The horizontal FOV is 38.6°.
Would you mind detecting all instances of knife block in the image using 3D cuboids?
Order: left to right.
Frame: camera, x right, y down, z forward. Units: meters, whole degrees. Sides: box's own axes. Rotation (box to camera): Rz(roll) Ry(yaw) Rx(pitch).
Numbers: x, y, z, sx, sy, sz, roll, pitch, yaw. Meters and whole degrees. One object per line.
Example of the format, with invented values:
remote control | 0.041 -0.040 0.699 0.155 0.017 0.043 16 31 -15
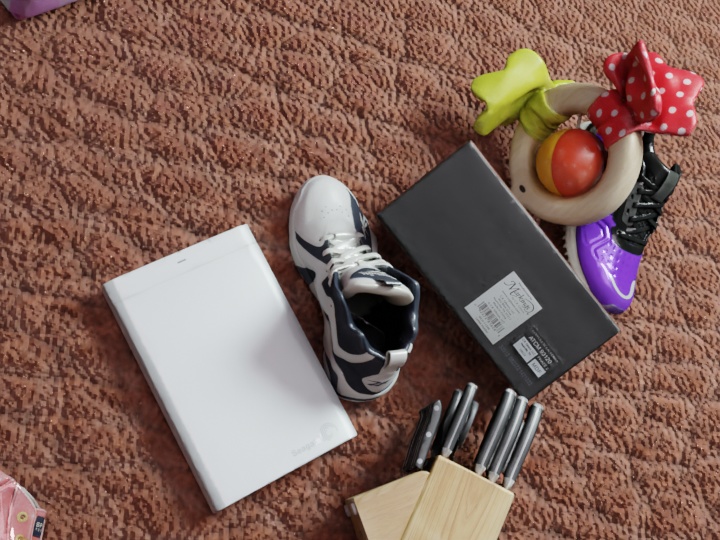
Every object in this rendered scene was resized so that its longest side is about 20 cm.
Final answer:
knife block | 0.085 0.198 0.822 0.175 0.064 0.200 -18 79 -11

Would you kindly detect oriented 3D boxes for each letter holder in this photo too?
letter holder | 0.119 -0.002 0.909 0.101 0.142 0.200 -38 89 6

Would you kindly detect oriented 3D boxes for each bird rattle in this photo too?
bird rattle | 0.204 -0.121 0.934 0.113 0.200 0.163 -4 103 -58

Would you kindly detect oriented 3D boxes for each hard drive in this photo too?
hard drive | -0.106 0.075 0.836 0.132 0.026 0.200 -25 82 -24

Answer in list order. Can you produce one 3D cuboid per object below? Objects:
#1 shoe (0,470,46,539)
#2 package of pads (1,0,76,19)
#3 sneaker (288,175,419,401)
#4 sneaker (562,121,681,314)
shoe | -0.246 0.211 0.717 0.091 0.071 0.200 -41 84 -20
package of pads | -0.216 -0.297 0.866 0.200 0.121 0.076 -28 78 -25
sneaker | 0.000 0.000 0.839 0.079 0.130 0.199 -1 73 -20
sneaker | 0.247 -0.062 0.953 0.070 0.099 0.200 19 65 -40
